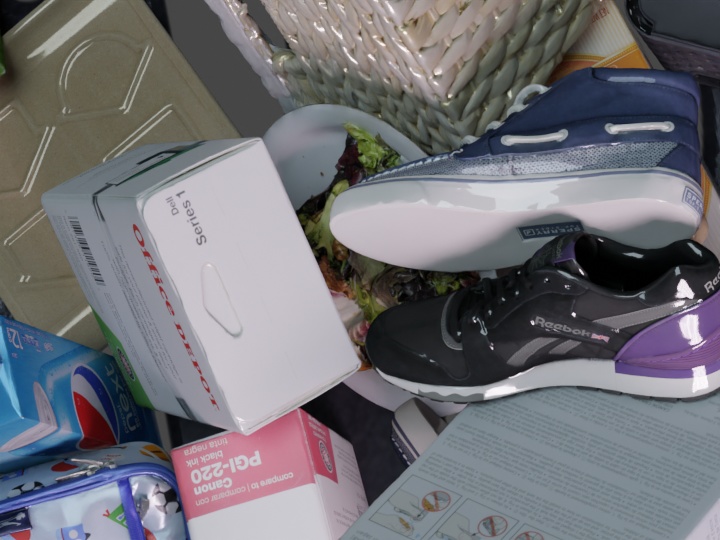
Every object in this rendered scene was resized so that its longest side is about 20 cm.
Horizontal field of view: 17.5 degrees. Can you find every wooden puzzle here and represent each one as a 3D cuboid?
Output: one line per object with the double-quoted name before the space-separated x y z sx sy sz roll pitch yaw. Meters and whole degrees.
"wooden puzzle" -0.171 -0.065 1.487 0.185 0.046 0.200 -39 75 8

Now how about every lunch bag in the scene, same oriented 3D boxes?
"lunch bag" -0.152 0.200 1.362 0.160 0.076 0.200 -14 102 -5

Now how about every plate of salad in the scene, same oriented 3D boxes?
"plate of salad" 0.000 0.000 1.354 0.200 0.048 0.200 28 132 35

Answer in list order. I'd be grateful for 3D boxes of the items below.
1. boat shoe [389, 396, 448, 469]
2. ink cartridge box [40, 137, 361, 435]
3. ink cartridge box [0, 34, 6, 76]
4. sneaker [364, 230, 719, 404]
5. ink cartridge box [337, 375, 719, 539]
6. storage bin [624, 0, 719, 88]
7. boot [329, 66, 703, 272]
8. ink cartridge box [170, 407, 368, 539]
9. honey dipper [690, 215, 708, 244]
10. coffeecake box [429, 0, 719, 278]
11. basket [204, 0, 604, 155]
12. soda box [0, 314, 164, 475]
"boat shoe" 0.055 0.177 1.340 0.093 0.075 0.200 -36 78 8
"ink cartridge box" -0.094 0.005 1.336 0.084 0.200 0.146 -28 103 -20
"ink cartridge box" -0.336 -0.144 1.507 0.200 0.076 0.148 -29 43 10
"sneaker" 0.096 0.014 1.231 0.200 0.088 0.076 -2 39 16
"ink cartridge box" 0.103 0.123 1.204 0.162 0.057 0.200 20 55 37
"storage bin" 0.248 -0.204 1.346 0.135 0.094 0.200 17 86 21
"boot" 0.085 -0.056 1.253 0.200 0.073 0.090 -2 59 14
"ink cartridge box" -0.031 0.194 1.331 0.085 0.146 0.200 -19 74 8
"honey dipper" 0.171 0.055 1.287 0.038 0.038 0.200 11 123 20
"coffeecake box" 0.129 -0.031 1.362 0.153 0.073 0.200 -29 73 10
"basket" 0.029 -0.195 1.316 0.161 0.198 0.200 17 62 42
"soda box" -0.189 0.081 1.378 0.068 0.200 0.064 -20 74 14
